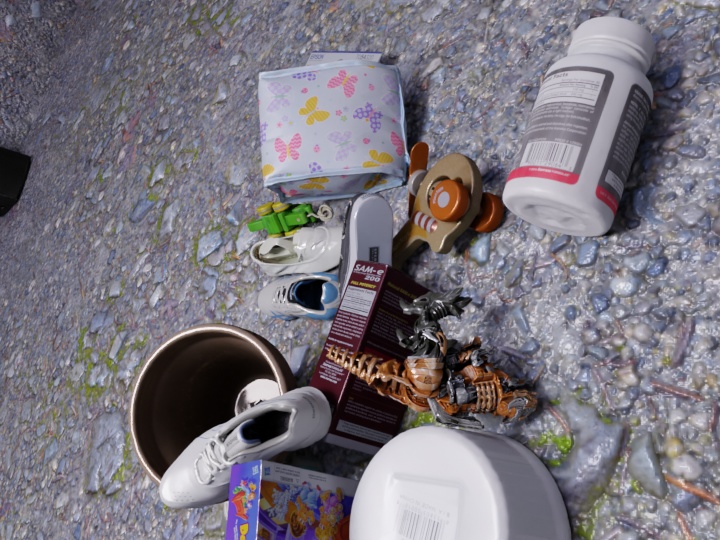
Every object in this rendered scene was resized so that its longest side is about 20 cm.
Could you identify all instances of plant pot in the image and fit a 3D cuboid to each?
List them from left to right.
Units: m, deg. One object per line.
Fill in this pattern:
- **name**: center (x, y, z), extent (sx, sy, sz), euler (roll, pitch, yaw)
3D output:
- **plant pot**: center (-1.288, -0.307, 2.231), extent (0.199, 0.199, 0.178), euler (-30, 62, 31)
- **plant pot**: center (-0.153, 0.174, 0.793), extent (0.199, 0.175, 0.202), euler (-3, 77, 13)

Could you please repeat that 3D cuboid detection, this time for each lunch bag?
- **lunch bag**: center (-0.033, -0.191, 0.902), extent (0.198, 0.127, 0.171), euler (-7, 81, 9)

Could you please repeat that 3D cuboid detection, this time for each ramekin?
- **ramekin**: center (0.082, 0.243, 0.597), extent (0.200, 0.097, 0.202), euler (-23, 54, 36)

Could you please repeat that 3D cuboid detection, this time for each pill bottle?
- **pill bottle**: center (0.226, -0.145, 0.647), extent (0.110, 0.110, 0.201), euler (13, 79, 48)

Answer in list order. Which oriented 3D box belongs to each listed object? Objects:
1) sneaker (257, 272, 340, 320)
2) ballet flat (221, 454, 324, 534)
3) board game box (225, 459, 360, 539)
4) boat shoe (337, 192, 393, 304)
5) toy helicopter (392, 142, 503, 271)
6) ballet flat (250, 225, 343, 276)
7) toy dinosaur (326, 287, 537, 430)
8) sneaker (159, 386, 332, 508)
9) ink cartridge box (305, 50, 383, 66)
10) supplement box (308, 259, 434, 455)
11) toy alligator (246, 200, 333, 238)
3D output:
- **sneaker**: center (-0.086, 0.033, 0.901), extent (0.199, 0.072, 0.072), euler (-4, 68, 46)
- **ballet flat**: center (-0.131, 0.284, 0.818), extent (0.200, 0.064, 0.068), euler (-35, 49, 28)
- **board game box**: center (-0.042, 0.273, 0.630), extent (0.045, 0.200, 0.135), euler (-21, 55, 35)
- **boat shoe**: center (0.000, 0.000, 0.802), extent (0.066, 0.069, 0.202), euler (-141, 49, -65)
- **toy helicopter**: center (0.072, -0.065, 0.794), extent (0.200, 0.079, 0.133), euler (-48, 48, 34)
- **ballet flat**: center (-0.091, -0.031, 0.944), extent (0.199, 0.069, 0.070), euler (-11, 62, 42)
- **toy dinosaur**: center (0.073, 0.093, 0.641), extent (0.102, 0.199, 0.136), euler (-55, 15, 38)
- **sneaker**: center (-0.128, 0.177, 0.650), extent (0.199, 0.087, 0.075), euler (-35, 71, 7)
- **ink cartridge box**: center (-0.057, -0.261, 1.051), extent (0.196, 0.043, 0.201), euler (23, 84, 48)
- **supplement box**: center (0.013, 0.101, 0.735), extent (0.061, 0.109, 0.201), euler (11, 76, 48)
- **toy alligator**: center (-0.099, -0.086, 0.995), extent (0.199, 0.060, 0.054), euler (-6, 24, 42)
